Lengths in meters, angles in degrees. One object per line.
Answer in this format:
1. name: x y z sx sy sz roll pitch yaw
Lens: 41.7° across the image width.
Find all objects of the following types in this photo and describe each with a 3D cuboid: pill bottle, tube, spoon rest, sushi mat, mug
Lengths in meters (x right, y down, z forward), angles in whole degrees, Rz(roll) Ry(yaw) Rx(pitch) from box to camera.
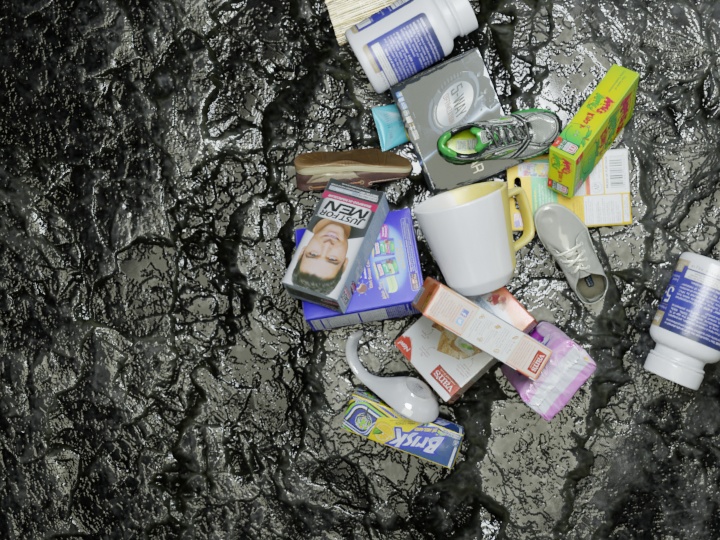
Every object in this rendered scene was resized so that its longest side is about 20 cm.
1. pill bottle: 0.538 0.083 1.521 0.120 0.120 0.200 22 93 5
2. tube: 0.123 -0.265 1.601 0.200 0.050 0.078 -15 79 11
3. spoon rest: 0.051 0.189 1.603 0.200 0.099 0.061 42 120 17
4. sushi mat: 0.042 -0.463 1.617 0.200 0.012 0.096 -19 89 6
5. pill bottle: 0.086 -0.391 1.561 0.200 0.120 0.120 -28 89 6
6. mug: 0.193 -0.051 1.484 0.186 0.149 0.153 -17 102 2

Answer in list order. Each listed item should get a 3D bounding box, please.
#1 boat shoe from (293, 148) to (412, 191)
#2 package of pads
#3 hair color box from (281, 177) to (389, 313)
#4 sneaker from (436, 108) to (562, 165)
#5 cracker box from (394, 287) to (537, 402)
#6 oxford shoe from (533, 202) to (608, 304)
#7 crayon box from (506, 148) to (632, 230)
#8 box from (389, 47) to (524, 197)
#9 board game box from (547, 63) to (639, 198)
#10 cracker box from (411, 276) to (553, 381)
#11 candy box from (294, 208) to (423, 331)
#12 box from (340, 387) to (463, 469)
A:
1. boat shoe: -0.013 -0.161 1.611 0.200 0.072 0.072 -3 122 -5
2. package of pads: 0.298 0.155 1.512 0.076 0.200 0.121 42 95 -4
3. hair color box: -0.038 -0.042 1.522 0.099 0.061 0.200 17 69 18
4. sneaker: 0.216 -0.203 1.474 0.200 0.085 0.078 -12 94 15
5. cracker box: 0.175 0.105 1.573 0.200 0.058 0.134 -44 71 6
6. oxford shoe: 0.350 -0.025 1.543 0.075 0.058 0.200 -27 110 17
7. crayon box: 0.345 -0.133 1.576 0.200 0.052 0.126 -3 91 5
8. box: 0.158 -0.240 1.551 0.160 0.044 0.200 -21 91 16
9. board game box: 0.370 -0.222 1.505 0.048 0.102 0.200 29 67 24
10. cracker box: 0.182 0.087 1.442 0.200 0.134 0.058 30 91 -5
11. candy box: 0.000 0.000 1.573 0.200 0.077 0.169 -9 66 4
12. box: 0.072 0.266 1.603 0.200 0.070 0.064 19 95 5
